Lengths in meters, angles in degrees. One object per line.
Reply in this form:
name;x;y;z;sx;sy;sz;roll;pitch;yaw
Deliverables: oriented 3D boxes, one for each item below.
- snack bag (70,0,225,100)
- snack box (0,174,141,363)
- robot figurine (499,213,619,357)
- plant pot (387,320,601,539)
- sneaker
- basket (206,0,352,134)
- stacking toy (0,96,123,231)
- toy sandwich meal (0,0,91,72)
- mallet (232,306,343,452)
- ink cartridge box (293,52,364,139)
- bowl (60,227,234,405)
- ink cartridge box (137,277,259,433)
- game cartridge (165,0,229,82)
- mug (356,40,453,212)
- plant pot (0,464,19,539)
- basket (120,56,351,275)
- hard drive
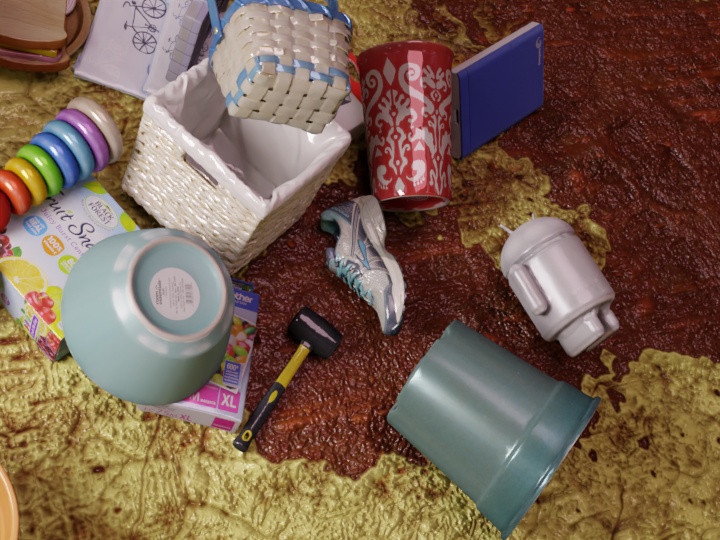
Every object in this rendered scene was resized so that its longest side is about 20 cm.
snack bag;-0.272;-0.304;1.563;0.197;0.021;0.191;18;56;-13
snack box;-0.347;-0.024;1.332;0.200;0.068;0.168;48;54;7
robot figurine;0.262;0.013;1.552;0.168;0.113;0.202;-11;64;-51
plant pot;0.148;0.174;1.366;0.195;0.201;0.200;36;53;10
sneaker;0.000;0.000;1.480;0.085;0.078;0.202;-10;58;-15
basket;-0.097;-0.268;1.342;0.174;0.139;0.203;9;60;-27
stacking toy;-0.359;-0.106;1.292;0.085;0.086;0.200;41;58;4
toy sandwich meal;-0.434;-0.343;1.482;0.202;0.070;0.208;11;57;-18
mallet;-0.084;0.137;1.376;0.065;0.041;0.202;30;58;-7
ink cartridge box;-0.055;-0.274;1.628;0.175;0.045;0.201;-34;79;-34
bowl;-0.215;0.035;1.263;0.198;0.105;0.204;13;64;-27
ink cartridge box;-0.185;0.080;1.360;0.117;0.042;0.203;15;54;-15
game cartridge;-0.197;-0.353;1.532;0.038;0.130;0.202;26;53;-10
mug;0.079;-0.186;1.563;0.176;0.132;0.204;7;77;-44
plant pot;-0.425;0.260;1.080;0.197;0.140;0.203;11;56;-17
basket;-0.153;-0.136;1.416;0.198;0.161;0.200;41;47;5
hard drive;0.199;-0.263;1.687;0.025;0.134;0.199;23;44;37
